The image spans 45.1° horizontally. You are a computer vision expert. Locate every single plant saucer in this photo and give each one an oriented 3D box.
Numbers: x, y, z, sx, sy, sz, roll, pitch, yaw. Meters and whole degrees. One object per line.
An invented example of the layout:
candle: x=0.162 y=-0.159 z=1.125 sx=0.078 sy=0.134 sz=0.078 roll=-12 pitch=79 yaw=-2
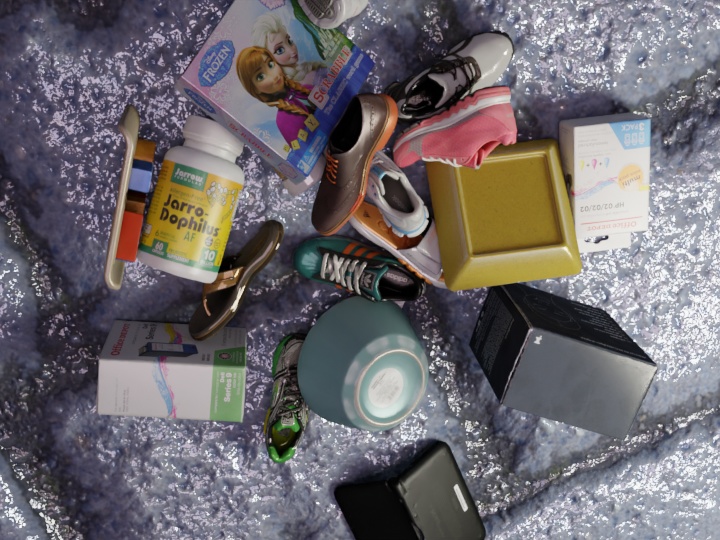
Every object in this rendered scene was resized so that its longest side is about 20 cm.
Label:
plant saucer: x=0.201 y=-0.086 z=1.198 sx=0.195 sy=0.049 sz=0.204 roll=-7 pitch=77 yaw=-4

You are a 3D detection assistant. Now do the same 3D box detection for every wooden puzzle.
wooden puzzle: x=-0.293 y=-0.098 z=1.115 sx=0.045 sy=0.186 sz=0.204 roll=6 pitch=107 yaw=-13

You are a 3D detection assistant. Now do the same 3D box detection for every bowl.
bowl: x=0.020 y=0.147 z=1.237 sx=0.197 sy=0.105 sz=0.205 roll=-10 pitch=111 yaw=-27

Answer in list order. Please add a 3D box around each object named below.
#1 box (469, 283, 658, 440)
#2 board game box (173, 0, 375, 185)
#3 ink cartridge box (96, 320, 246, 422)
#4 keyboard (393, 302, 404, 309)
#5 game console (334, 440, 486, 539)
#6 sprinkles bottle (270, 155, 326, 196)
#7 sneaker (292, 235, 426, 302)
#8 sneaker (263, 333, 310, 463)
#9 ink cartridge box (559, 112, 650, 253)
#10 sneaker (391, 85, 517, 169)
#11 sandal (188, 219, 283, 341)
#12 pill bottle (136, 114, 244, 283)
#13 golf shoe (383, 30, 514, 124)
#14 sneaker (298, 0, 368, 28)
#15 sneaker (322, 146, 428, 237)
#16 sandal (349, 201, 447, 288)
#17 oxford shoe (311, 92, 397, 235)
box: x=0.283 y=0.121 z=1.245 sx=0.196 sy=0.197 sz=0.126 roll=17 pitch=105 yaw=-11
board game box: x=-0.104 y=-0.251 z=1.110 sx=0.198 sy=0.041 sz=0.202 roll=36 pitch=67 yaw=-18
ink cartridge box: x=-0.259 y=0.139 z=1.213 sx=0.195 sy=0.146 sz=0.089 roll=3 pitch=107 yaw=-7
keyboard: x=0.004 y=0.115 z=1.308 sx=0.055 sy=0.011 sz=0.203 roll=22 pitch=103 yaw=-13
game console: x=0.083 y=0.392 z=1.400 sx=0.175 sy=0.116 sz=0.203 roll=-35 pitch=112 yaw=-27
sprinkles bottle: x=-0.124 y=-0.198 z=1.160 sx=0.068 sy=0.068 sz=0.201 roll=-35 pitch=105 yaw=5
sneaker: x=0.000 y=0.000 z=1.232 sx=0.196 sy=0.080 sz=0.073 roll=10 pitch=104 yaw=-5
sneaker: x=-0.097 y=0.190 z=1.280 sx=0.076 sy=0.085 sz=0.204 roll=7 pitch=106 yaw=-9
ink cartridge box: x=0.350 y=-0.116 z=1.247 sx=0.113 sy=0.068 sz=0.204 roll=-7 pitch=108 yaw=-4
sneaker: x=0.122 y=-0.168 z=1.154 sx=0.198 sy=0.073 sz=0.088 roll=-24 pitch=84 yaw=39
sandal: x=-0.182 y=0.006 z=1.212 sx=0.054 sy=0.082 sz=0.201 roll=35 pitch=98 yaw=-31
pill bottle: x=-0.218 y=-0.096 z=1.154 sx=0.111 sy=0.113 sz=0.204 roll=17 pitch=91 yaw=-12
golf shoe: x=0.127 y=-0.253 z=1.165 sx=0.198 sy=0.095 sz=0.079 roll=-31 pitch=107 yaw=2
sneaker: x=-0.061 y=-0.401 z=1.112 sx=0.077 sy=0.099 sz=0.202 roll=-31 pitch=88 yaw=40
sneaker: x=0.019 y=-0.134 z=1.167 sx=0.200 sy=0.087 sz=0.075 roll=44 pitch=85 yaw=8
sandal: x=0.075 y=-0.048 z=1.223 sx=0.204 sy=0.080 sz=0.059 roll=30 pitch=131 yaw=-13
oxford shoe: x=-0.026 y=-0.138 z=1.114 sx=0.072 sy=0.071 sz=0.203 roll=-2 pitch=122 yaw=-51
